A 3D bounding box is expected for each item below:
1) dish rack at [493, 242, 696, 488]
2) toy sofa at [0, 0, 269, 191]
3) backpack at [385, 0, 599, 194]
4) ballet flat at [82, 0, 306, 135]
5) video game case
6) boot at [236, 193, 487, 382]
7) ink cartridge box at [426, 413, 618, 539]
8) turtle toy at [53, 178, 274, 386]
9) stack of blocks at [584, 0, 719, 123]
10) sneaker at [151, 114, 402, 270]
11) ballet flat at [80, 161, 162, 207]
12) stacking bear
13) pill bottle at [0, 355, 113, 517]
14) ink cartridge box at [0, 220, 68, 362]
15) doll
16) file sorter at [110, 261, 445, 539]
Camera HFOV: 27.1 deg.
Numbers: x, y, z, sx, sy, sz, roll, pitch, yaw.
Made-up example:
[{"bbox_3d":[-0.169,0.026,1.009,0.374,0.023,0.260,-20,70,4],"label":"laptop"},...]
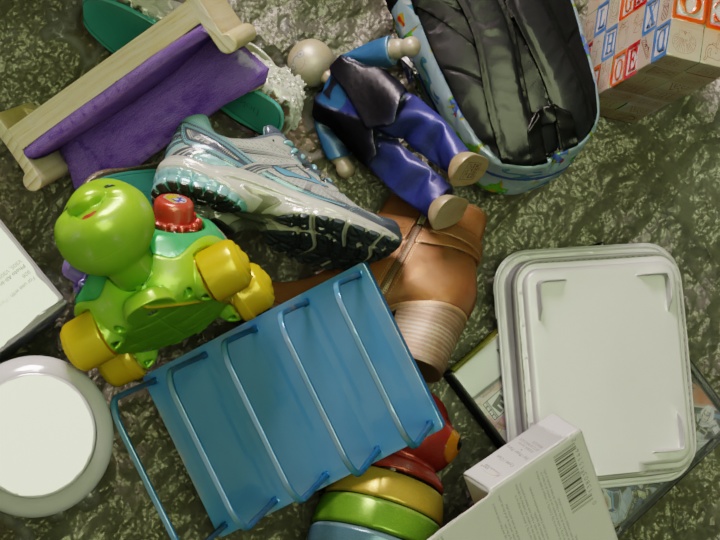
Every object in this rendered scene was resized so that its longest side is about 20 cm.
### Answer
[{"bbox_3d":[0.201,0.079,1.235,0.169,0.044,0.203,-3,86,-15],"label":"dish rack"},{"bbox_3d":[-0.171,-0.132,1.136,0.199,0.083,0.098,-32,97,13],"label":"toy sofa"},{"bbox_3d":[0.116,-0.165,1.229,0.161,0.154,0.201,-20,67,-19],"label":"backpack"},{"bbox_3d":[-0.130,-0.175,1.205,0.199,0.072,0.072,32,78,-1],"label":"ballet flat"},{"bbox_3d":[0.197,0.110,1.265,0.180,0.025,0.201,-38,93,-14],"label":"video game case"},{"bbox_3d":[0.000,0.000,1.212,0.197,0.074,0.156,14,62,10],"label":"boot"},{"bbox_3d":[0.124,0.242,1.174,0.175,0.045,0.202,-31,117,-19],"label":"ink cartridge box"},{"bbox_3d":[-0.152,-0.001,1.052,0.144,0.200,0.102,-27,74,2],"label":"turtle toy"},{"bbox_3d":[0.242,-0.201,1.221,0.058,0.200,0.117,10,82,-11],"label":"stack of blocks"},{"bbox_3d":[-0.056,-0.066,1.137,0.198,0.078,0.087,18,62,-17],"label":"sneaker"},{"bbox_3d":[-0.134,-0.060,1.182,0.198,0.067,0.069,-5,77,-28],"label":"ballet flat"},{"bbox_3d":[0.022,0.187,1.176,0.112,0.122,0.202,8,67,24],"label":"stacking bear"},{"bbox_3d":[-0.234,0.120,1.074,0.110,0.200,0.114,1,84,-13],"label":"pill bottle"},{"bbox_3d":[-0.312,-0.024,1.099,0.084,0.146,0.201,-39,93,-15],"label":"ink cartridge box"},{"bbox_3d":[0.016,-0.125,1.200,0.200,0.137,0.048,41,31,27],"label":"doll"},{"bbox_3d":[-0.061,0.104,1.095,0.198,0.123,0.140,-27,90,10],"label":"file sorter"}]
